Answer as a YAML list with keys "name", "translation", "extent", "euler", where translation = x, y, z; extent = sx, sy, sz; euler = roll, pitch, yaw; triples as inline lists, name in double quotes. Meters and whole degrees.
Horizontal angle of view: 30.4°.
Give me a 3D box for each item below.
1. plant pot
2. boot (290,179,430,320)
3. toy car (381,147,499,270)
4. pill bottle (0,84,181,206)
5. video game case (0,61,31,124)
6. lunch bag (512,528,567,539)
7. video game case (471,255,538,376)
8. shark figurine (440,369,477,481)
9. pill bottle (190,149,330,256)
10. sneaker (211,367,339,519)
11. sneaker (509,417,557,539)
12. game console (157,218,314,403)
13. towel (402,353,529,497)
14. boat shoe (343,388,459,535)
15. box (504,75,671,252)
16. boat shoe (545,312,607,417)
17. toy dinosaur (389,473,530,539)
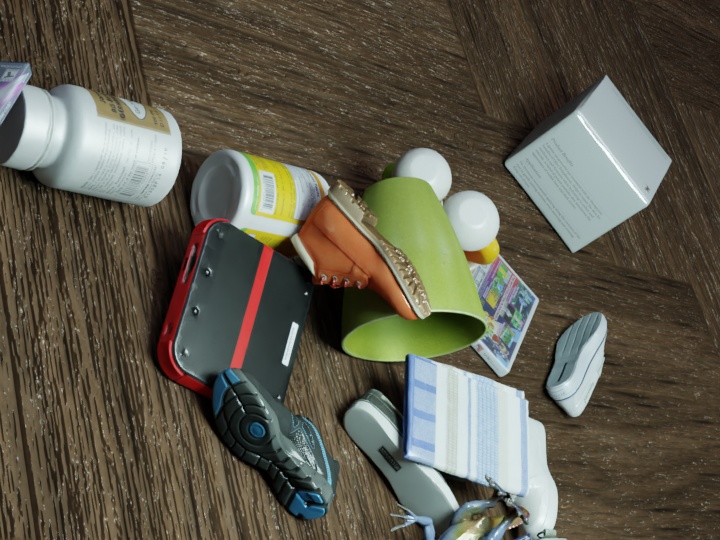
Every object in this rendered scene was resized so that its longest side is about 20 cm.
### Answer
- name: "plant pot"
  translation: [0.057, -0.009, 1.696]
  extent: [0.186, 0.186, 0.203]
  euler: [14, 60, -42]
- name: "boot"
  translation: [0.000, 0.000, 1.579]
  extent: [0.201, 0.107, 0.075]
  euler: [51, 9, 23]
- name: "toy car"
  translation: [0.089, -0.057, 1.836]
  extent: [0.200, 0.175, 0.150]
  euler: [43, 75, 9]
- name: "pill bottle"
  translation: [-0.307, -0.143, 1.472]
  extent: [0.198, 0.114, 0.116]
  euler: [11, 54, -44]
- name: "video game case"
  translation: [-0.432, -0.151, 1.338]
  extent: [0.201, 0.141, 0.019]
  euler: [-76, 166, -47]
- name: "lunch bag"
  translation: [0.205, 0.425, 1.561]
  extent: [0.138, 0.167, 0.202]
  euler: [4, 59, -47]
- name: "video game case"
  translation: [0.179, 0.035, 1.967]
  extent: [0.182, 0.023, 0.200]
  euler: [48, 35, -10]
- name: "shark figurine"
  translation: [0.114, 0.175, 1.726]
  extent: [0.128, 0.089, 0.215]
  euler: [41, 38, -12]
- name: "pill bottle"
  translation: [-0.104, -0.078, 1.656]
  extent: [0.199, 0.111, 0.112]
  euler: [11, 54, -44]
- name: "sneaker"
  translation: [-0.095, 0.186, 1.499]
  extent: [0.201, 0.073, 0.082]
  euler: [57, 31, -16]
- name: "sneaker"
  translation: [0.197, 0.262, 1.771]
  extent: [0.115, 0.074, 0.201]
  euler: [31, 32, -26]
- name: "game console"
  translation: [-0.141, 0.056, 1.535]
  extent: [0.176, 0.031, 0.202]
  euler: [33, 60, -35]
- name: "towel"
  translation: [0.133, 0.194, 1.656]
  extent: [0.198, 0.024, 0.149]
  euler: [21, 54, -29]
- name: "boat shoe"
  translation: [0.063, 0.232, 1.633]
  extent: [0.201, 0.071, 0.064]
  euler: [52, 40, -1]
- name: "box"
  translation: [0.389, -0.183, 2.251]
  extent: [0.200, 0.171, 0.200]
  euler: [51, 36, -6]
- name: "boat shoe"
  translation: [0.335, 0.146, 2.030]
  extent: [0.067, 0.073, 0.200]
  euler: [58, 43, -20]
- name: "toy dinosaur"
  translation: [0.117, 0.337, 1.559]
  extent: [0.105, 0.182, 0.200]
  euler: [45, 2, 43]
